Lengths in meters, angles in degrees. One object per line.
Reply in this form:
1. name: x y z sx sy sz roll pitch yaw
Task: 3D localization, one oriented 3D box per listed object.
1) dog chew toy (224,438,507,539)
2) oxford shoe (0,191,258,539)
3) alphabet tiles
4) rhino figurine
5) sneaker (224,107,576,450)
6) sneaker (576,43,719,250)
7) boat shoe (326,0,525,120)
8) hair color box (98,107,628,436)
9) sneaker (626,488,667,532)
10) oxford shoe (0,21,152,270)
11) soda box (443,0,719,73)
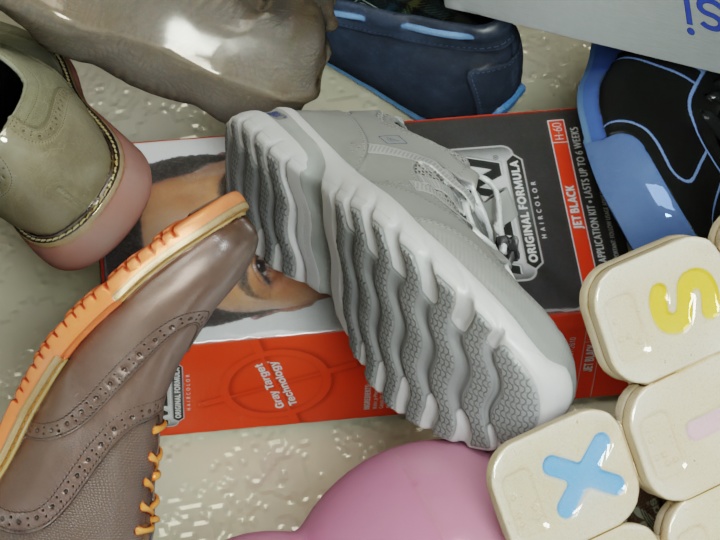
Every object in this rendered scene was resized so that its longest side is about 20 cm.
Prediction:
1. dog chew toy: -0.015 0.136 0.960 0.199 0.125 0.125 -20 57 -8
2. oxford shoe: -0.090 0.061 1.001 0.073 0.071 0.200 40 102 5
3. alphabet tiles: 0.142 0.078 0.934 0.195 0.015 0.201 -22 99 -19
4. rhino figurine: -0.100 -0.110 1.088 0.199 0.060 0.088 19 30 -18
5. sneaker: 0.026 -0.012 0.996 0.082 0.075 0.200 -16 38 -23
6. sneaker: 0.133 -0.069 1.103 0.078 0.070 0.200 -25 27 19
7. boat shoe: -0.014 -0.134 1.187 0.199 0.069 0.084 24 56 14
8. hair color box: 0.000 0.000 1.093 0.199 0.061 0.102 -6 53 -6
9. sneaker: 0.131 0.036 1.043 0.071 0.075 0.200 54 18 -8
10. oxford shoe: -0.149 -0.070 1.093 0.071 0.074 0.200 -52 38 -5
11. soda box: 0.123 -0.123 1.074 0.199 0.068 0.063 18 46 33
